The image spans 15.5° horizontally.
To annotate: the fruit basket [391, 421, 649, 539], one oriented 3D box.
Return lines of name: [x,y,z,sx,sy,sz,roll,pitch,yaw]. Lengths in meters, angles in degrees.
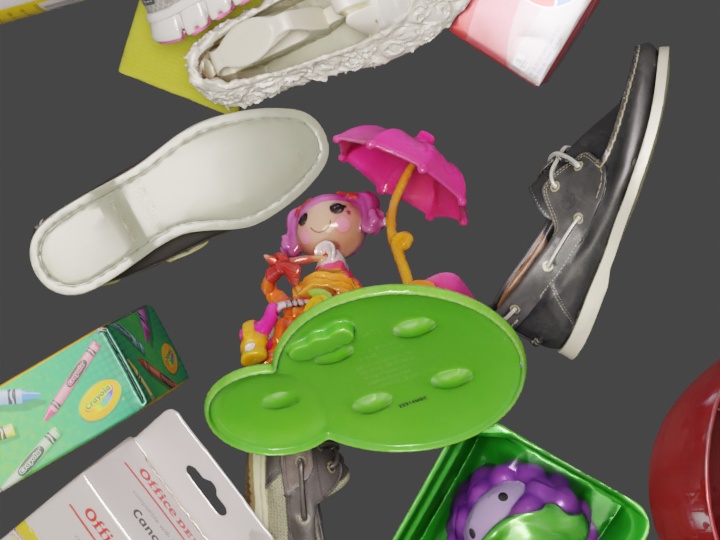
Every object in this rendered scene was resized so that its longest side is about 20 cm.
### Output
fruit basket: [0.081,0.207,1.590,0.155,0.216,0.217,30,100,5]

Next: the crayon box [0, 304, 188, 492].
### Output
crayon box: [-0.215,0.099,1.667,0.199,0.119,0.059,-30,91,11]

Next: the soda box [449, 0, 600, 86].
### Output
soda box: [0.136,-0.214,1.606,0.070,0.063,0.201,32,100,5]

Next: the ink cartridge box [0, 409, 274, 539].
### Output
ink cartridge box: [-0.160,0.189,1.662,0.200,0.067,0.117,-40,87,31]

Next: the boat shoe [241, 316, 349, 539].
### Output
boat shoe: [-0.039,0.128,1.670,0.065,0.072,0.203,4,102,3]

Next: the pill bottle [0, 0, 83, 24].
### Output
pill bottle: [-0.254,-0.203,1.645,0.199,0.113,0.114,-15,94,11]

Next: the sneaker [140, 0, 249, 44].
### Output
sneaker: [-0.069,-0.217,1.583,0.199,0.074,0.088,-31,105,27]

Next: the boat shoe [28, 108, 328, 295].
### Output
boat shoe: [-0.116,-0.046,1.661,0.200,0.061,0.072,-25,93,-7]

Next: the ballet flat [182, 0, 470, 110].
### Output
ballet flat: [-0.021,-0.149,1.594,0.199,0.072,0.072,-25,92,20]

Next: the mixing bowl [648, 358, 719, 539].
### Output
mixing bowl: [0.245,0.130,1.580,0.108,0.199,0.202,-12,96,54]

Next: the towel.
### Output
towel: [-0.085,-0.201,1.643,0.086,0.018,0.201,22,113,7]

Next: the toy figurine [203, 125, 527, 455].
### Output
toy figurine: [0.000,0.000,1.603,0.199,0.185,0.150,-19,135,20]

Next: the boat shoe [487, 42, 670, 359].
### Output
boat shoe: [0.138,-0.048,1.618,0.067,0.072,0.201,22,101,2]
